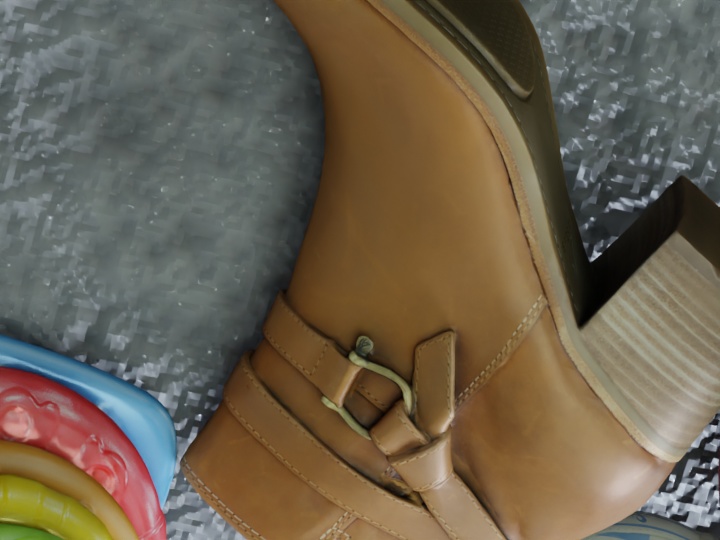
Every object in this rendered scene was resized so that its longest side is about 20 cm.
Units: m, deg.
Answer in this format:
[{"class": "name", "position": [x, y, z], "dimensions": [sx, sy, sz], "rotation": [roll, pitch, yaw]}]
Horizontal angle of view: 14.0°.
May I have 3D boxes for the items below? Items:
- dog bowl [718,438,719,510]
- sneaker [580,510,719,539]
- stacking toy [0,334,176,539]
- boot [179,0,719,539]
[{"class": "dog bowl", "position": [0.186, 0.051, 0.830], "dimensions": [0.200, 0.074, 0.201], "rotation": [-7, 103, -33]}, {"class": "sneaker", "position": [0.067, 0.161, 0.872], "dimensions": [0.072, 0.072, 0.201], "rotation": [12, 111, 19]}, {"class": "stacking toy", "position": [-0.094, 0.098, 0.736], "dimensions": [0.109, 0.200, 0.116], "rotation": [21, 102, -18]}, {"class": "boot", "position": [0.000, 0.000, 0.799], "dimensions": [0.200, 0.074, 0.155], "rotation": [46, 112, 1]}]
